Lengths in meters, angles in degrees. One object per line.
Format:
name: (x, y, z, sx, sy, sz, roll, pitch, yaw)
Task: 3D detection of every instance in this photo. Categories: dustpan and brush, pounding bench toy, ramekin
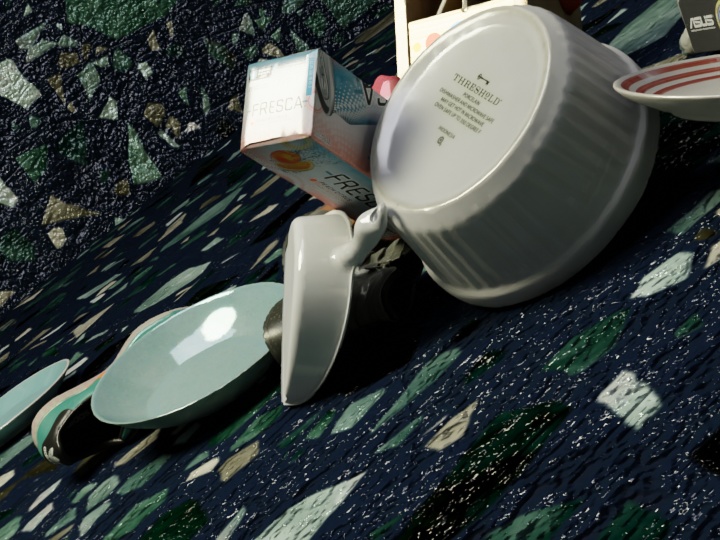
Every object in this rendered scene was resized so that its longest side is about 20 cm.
dustpan and brush: (-0.020, 0.001, 0.998, 0.201, 0.056, 0.142, 107, 165, -64)
pounding bench toy: (0.130, -0.189, 1.308, 0.154, 0.203, 0.124, -8, -11, 31)
ramekin: (0.093, -0.085, 0.947, 0.201, 0.094, 0.204, -31, 42, 33)

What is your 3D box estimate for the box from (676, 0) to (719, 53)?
box: (0.332, -0.201, 0.954, 0.158, 0.045, 0.200, -23, 10, -11)

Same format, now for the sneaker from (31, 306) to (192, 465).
sneaker: (-0.207, 0.112, 1.288, 0.199, 0.072, 0.080, -39, 25, -14)

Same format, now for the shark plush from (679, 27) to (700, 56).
shark plush: (0.339, -0.253, 1.165, 0.200, 0.090, 0.084, -47, -13, -26)

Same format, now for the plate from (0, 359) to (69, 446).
plate: (-0.426, 0.179, 1.700, 0.199, 0.026, 0.200, -33, 13, 9)

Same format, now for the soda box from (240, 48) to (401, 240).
soda box: (-0.003, -0.086, 1.024, 0.063, 0.199, 0.069, -7, 69, 31)

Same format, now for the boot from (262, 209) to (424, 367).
boot: (0.000, 0.000, 1.149, 0.129, 0.068, 0.201, -25, 28, 22)

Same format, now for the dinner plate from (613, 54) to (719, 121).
dinner plate: (0.253, -0.114, 0.848, 0.197, 0.025, 0.200, -9, 14, 2)

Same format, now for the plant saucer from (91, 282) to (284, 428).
plant saucer: (-0.135, 0.082, 1.205, 0.199, 0.039, 0.202, -24, 22, 10)

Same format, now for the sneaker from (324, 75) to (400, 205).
sneaker: (0.014, -0.109, 1.324, 0.073, 0.088, 0.200, 1, -27, -19)

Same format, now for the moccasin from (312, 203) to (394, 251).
moccasin: (0.023, -0.052, 1.246, 0.073, 0.079, 0.200, 12, -32, -42)
